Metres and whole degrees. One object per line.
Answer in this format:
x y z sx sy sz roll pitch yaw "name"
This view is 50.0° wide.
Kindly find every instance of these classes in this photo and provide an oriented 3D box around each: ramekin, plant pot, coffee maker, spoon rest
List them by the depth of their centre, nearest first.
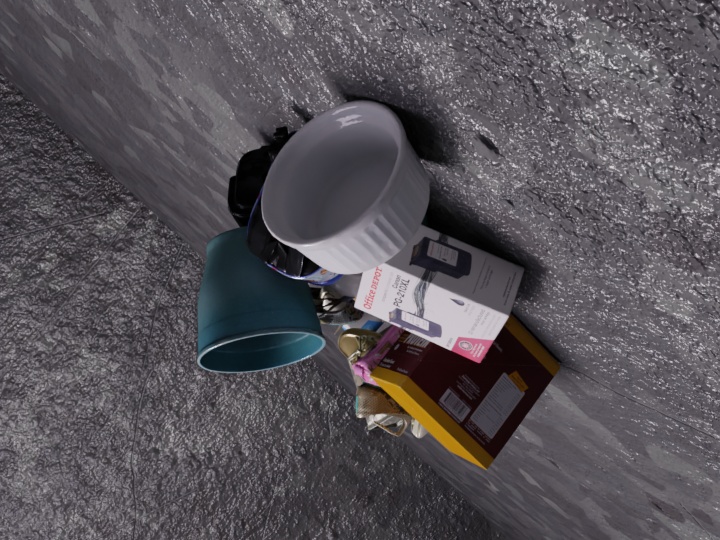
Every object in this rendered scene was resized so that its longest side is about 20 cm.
-0.013 -0.094 0.929 0.199 0.202 0.098 27 169 43 "ramekin"
-0.165 0.040 1.215 0.200 0.197 0.191 81 179 -70 "plant pot"
0.027 0.004 1.222 0.197 0.101 0.061 15 160 -18 "spoon rest"
-0.143 -0.084 1.346 0.201 0.133 0.194 70 175 -63 "coffee maker"

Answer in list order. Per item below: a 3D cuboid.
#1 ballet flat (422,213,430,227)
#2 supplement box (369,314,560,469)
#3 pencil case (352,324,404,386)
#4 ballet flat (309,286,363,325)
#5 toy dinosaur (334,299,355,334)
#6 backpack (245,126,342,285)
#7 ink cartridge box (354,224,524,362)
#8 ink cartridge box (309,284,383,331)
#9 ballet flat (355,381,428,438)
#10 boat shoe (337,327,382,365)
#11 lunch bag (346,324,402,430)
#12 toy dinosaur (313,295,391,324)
0.072 -0.049 1.118 0.068 0.068 0.201 42 159 35 "ballet flat"
0.162 0.156 1.206 0.197 0.201 0.133 44 167 -14 "supplement box"
0.074 0.122 1.338 0.086 0.200 0.083 41 166 0 "pencil case"
-0.084 0.053 1.341 0.197 0.073 0.072 6 173 -14 "ballet flat"
0.019 0.043 1.427 0.200 0.100 0.059 -50 54 46 "toy dinosaur"
-0.067 -0.079 1.119 0.199 0.192 0.154 32 178 31 "backpack"
0.100 0.024 1.046 0.198 0.085 0.145 23 148 6 "ink cartridge box"
-0.020 0.036 1.492 0.067 0.116 0.200 33 166 49 "ink cartridge box"
0.076 0.238 1.282 0.198 0.076 0.068 15 172 -26 "ballet flat"
0.035 0.167 1.408 0.199 0.074 0.063 32 -166 24 "boat shoe"
0.090 0.191 1.480 0.117 0.199 0.166 7 -123 -49 "lunch bag"
0.000 0.000 1.288 0.182 0.199 0.105 58 178 -33 "toy dinosaur"
